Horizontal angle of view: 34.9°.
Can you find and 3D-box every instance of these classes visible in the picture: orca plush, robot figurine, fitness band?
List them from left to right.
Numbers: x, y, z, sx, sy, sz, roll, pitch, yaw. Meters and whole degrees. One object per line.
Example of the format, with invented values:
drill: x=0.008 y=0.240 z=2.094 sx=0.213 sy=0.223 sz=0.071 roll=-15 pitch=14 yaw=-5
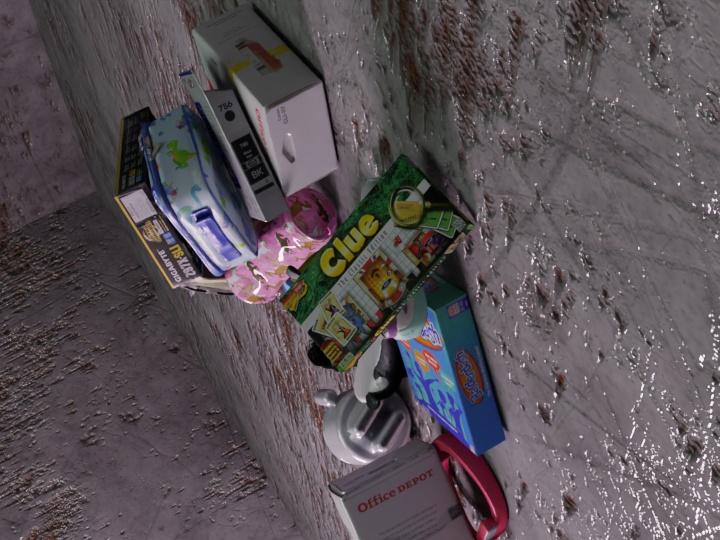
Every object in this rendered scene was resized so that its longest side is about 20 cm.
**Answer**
robot figurine: x=0.007 y=0.228 z=1.680 sx=0.169 sy=0.113 sz=0.200 roll=39 pitch=164 yaw=-5
orca plush: x=0.044 y=0.110 z=1.484 sx=0.106 sy=0.070 sz=0.202 roll=-106 pitch=20 yaw=-44
fitness band: x=0.139 y=0.288 z=1.508 sx=0.145 sy=0.037 sz=0.201 roll=59 pitch=163 yaw=22

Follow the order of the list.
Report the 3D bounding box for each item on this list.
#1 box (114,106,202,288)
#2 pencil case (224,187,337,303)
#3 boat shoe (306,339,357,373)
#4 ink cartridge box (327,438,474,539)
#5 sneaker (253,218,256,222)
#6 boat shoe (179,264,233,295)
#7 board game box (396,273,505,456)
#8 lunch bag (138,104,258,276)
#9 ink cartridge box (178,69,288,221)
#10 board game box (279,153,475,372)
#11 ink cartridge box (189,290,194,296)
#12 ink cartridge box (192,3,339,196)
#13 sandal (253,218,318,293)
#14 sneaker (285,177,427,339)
box: x=-0.264 y=-0.099 z=1.514 sx=0.201 sy=0.049 sz=0.161 roll=-102 pitch=-14 yaw=-53
pencil case: x=-0.110 y=-0.033 z=1.550 sx=0.200 sy=0.086 sz=0.084 roll=-44 pitch=48 yaw=46
boat shoe: x=-0.050 y=0.122 z=1.777 sx=0.075 sy=0.066 sz=0.199 roll=67 pitch=164 yaw=-18
ink cartridge box: x=0.063 y=0.345 z=1.507 sx=0.202 sy=0.144 sz=0.085 roll=67 pitch=167 yaw=-7
sneaker: x=-0.142 y=-0.063 z=1.775 sx=0.074 sy=0.087 sz=0.200 roll=52 pitch=-175 yaw=21
boat shoe: x=-0.198 y=0.000 z=1.654 sx=0.200 sy=0.065 sz=0.073 roll=6 pitch=-113 yaw=-56
board game box: x=0.090 y=0.093 z=1.317 sx=0.152 sy=0.045 sz=0.202 roll=37 pitch=149 yaw=58
lunch bag: x=-0.202 y=-0.098 z=1.453 sx=0.200 sy=0.082 sz=0.162 roll=58 pitch=-170 yaw=-57
ink cartridge box: x=-0.155 y=-0.159 z=1.395 sx=0.202 sy=0.039 sz=0.099 roll=64 pitch=168 yaw=-15
board game box: x=0.013 y=-0.006 z=1.144 sx=0.105 sy=0.200 sz=0.023 roll=46 pitch=-164 yaw=23
ink cartridge box: x=-0.223 y=-0.089 z=1.752 sx=0.043 sy=0.201 sz=0.199 roll=30 pitch=153 yaw=18
ink cartridge box: x=-0.115 y=-0.210 z=1.409 sx=0.200 sy=0.083 sz=0.146 roll=50 pitch=161 yaw=39
sandal: x=-0.110 y=-0.028 z=1.665 sx=0.086 sy=0.079 sz=0.202 roll=-19 pitch=91 yaw=39
sneaker: x=-0.014 y=-0.015 z=1.227 sx=0.078 sy=0.138 sz=0.202 roll=101 pitch=160 yaw=-52
